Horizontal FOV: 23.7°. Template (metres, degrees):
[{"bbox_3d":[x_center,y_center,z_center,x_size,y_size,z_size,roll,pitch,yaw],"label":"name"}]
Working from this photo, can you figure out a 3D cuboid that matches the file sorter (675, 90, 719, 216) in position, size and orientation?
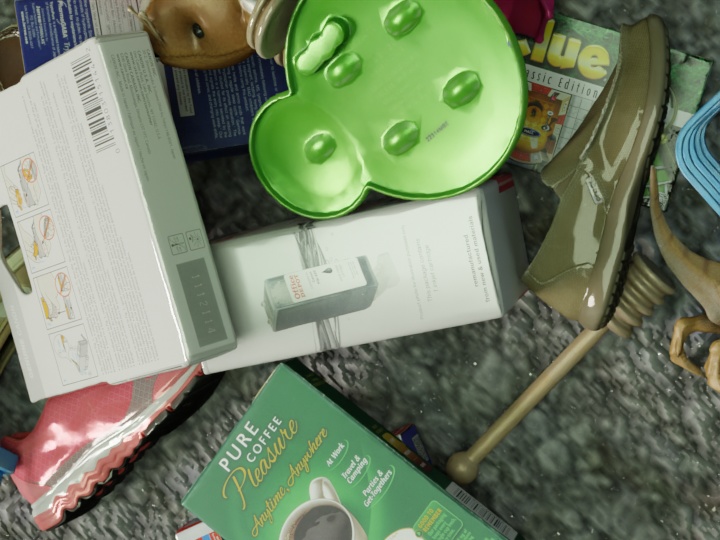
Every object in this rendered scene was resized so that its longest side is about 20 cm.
[{"bbox_3d":[0.272,-0.070,1.009,0.123,0.200,0.139,-44,84,15],"label":"file sorter"}]

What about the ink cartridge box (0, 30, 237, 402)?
[{"bbox_3d":[-0.170,-0.029,1.075,0.176,0.045,0.201,-16,90,47],"label":"ink cartridge box"}]

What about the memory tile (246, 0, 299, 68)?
[{"bbox_3d":[-0.003,-0.185,1.058,0.017,0.200,0.154,32,93,16],"label":"memory tile"}]

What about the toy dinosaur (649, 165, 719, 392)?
[{"bbox_3d":[0.235,0.019,1.094,0.199,0.060,0.107,26,98,-14],"label":"toy dinosaur"}]

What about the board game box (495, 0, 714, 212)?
[{"bbox_3d":[0.122,-0.117,1.132,0.199,0.023,0.106,18,96,11],"label":"board game box"}]

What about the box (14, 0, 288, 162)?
[{"bbox_3d":[-0.123,-0.132,1.148,0.198,0.032,0.122,-9,80,-9],"label":"box"}]

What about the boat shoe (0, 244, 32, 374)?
[{"bbox_3d":[-0.246,0.037,1.208,0.063,0.073,0.201,45,106,0],"label":"boat shoe"}]

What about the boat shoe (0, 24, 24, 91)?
[{"bbox_3d":[-0.190,-0.092,1.180,0.202,0.075,0.075,45,103,6],"label":"boat shoe"}]

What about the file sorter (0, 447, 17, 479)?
[{"bbox_3d":[-0.357,0.148,1.138,0.138,0.200,0.124,-8,60,34],"label":"file sorter"}]

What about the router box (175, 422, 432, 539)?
[{"bbox_3d":[-0.005,0.233,1.175,0.179,0.049,0.201,-24,89,14],"label":"router box"}]

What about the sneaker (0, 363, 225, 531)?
[{"bbox_3d":[-0.176,0.092,1.193,0.200,0.074,0.087,-43,83,13],"label":"sneaker"}]

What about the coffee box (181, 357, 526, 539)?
[{"bbox_3d":[-0.004,0.163,1.121,0.199,0.044,0.123,36,101,8],"label":"coffee box"}]

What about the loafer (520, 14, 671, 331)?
[{"bbox_3d":[0.148,-0.065,1.076,0.067,0.076,0.202,14,90,11],"label":"loafer"}]

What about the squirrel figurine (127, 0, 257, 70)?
[{"bbox_3d":[-0.091,-0.228,1.053,0.199,0.141,0.187,-32,94,-11],"label":"squirrel figurine"}]

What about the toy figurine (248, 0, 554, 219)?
[{"bbox_3d":[0.043,-0.135,1.055,0.150,0.184,0.200,48,126,-5],"label":"toy figurine"}]

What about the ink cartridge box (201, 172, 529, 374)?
[{"bbox_3d":[0.000,0.000,1.106,0.198,0.146,0.085,-10,94,14],"label":"ink cartridge box"}]

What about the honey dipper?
[{"bbox_3d":[0.127,0.071,1.138,0.038,0.038,0.200,44,104,6],"label":"honey dipper"}]
